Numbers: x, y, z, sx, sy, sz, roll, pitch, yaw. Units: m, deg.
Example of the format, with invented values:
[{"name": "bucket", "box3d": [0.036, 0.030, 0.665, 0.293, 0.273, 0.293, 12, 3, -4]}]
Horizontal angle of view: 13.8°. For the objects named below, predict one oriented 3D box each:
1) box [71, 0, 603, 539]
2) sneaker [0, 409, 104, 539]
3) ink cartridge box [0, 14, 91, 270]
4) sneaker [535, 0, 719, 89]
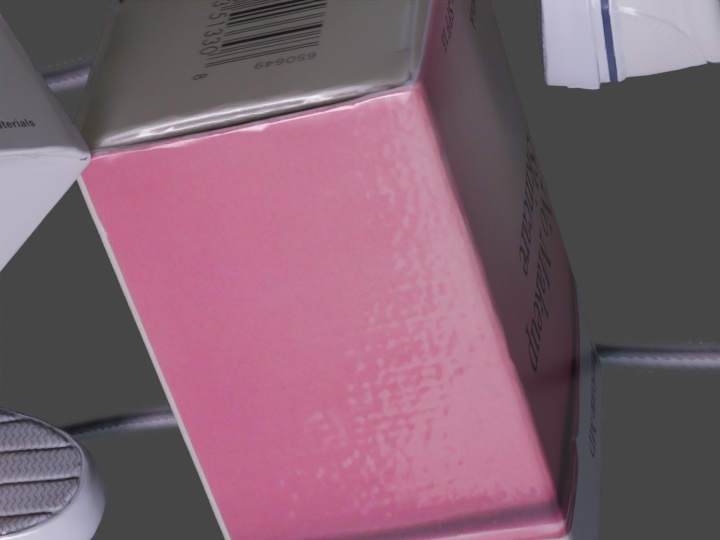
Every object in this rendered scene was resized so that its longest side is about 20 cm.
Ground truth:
[{"name": "box", "box3d": [0.000, 0.000, 0.918, 0.108, 0.128, 0.201, -11, 124, 14]}, {"name": "sneaker", "box3d": [-0.173, 0.098, 1.050, 0.199, 0.073, 0.071, -7, 135, 24]}, {"name": "ink cartridge box", "box3d": [-0.190, -0.062, 0.860, 0.145, 0.087, 0.200, -47, 66, 32]}, {"name": "sneaker", "box3d": [0.081, -0.141, 0.848, 0.070, 0.073, 0.201, -6, 135, 1]}]
